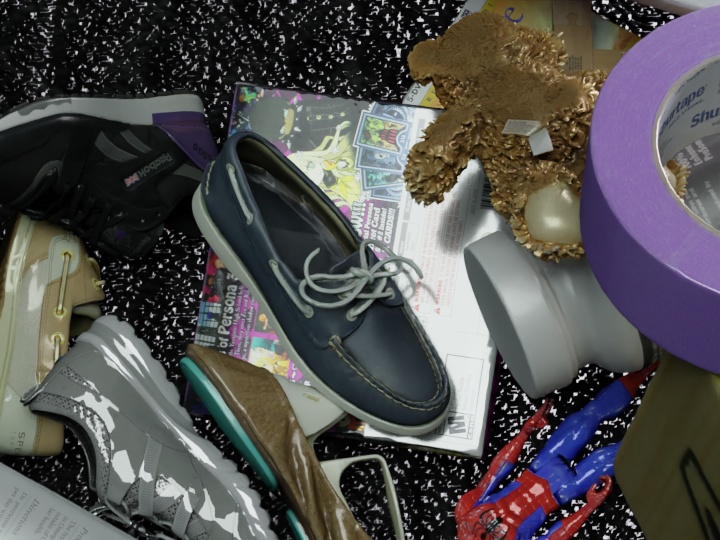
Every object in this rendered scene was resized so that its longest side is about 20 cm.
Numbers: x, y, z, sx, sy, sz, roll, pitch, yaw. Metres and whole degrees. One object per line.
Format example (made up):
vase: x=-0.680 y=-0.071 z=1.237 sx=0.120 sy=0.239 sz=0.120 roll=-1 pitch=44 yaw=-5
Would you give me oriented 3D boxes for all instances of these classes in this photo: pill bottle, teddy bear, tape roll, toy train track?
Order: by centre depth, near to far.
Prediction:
tape roll: x=0.212 y=-0.041 z=1.480 sx=0.199 sy=0.066 sz=0.201 roll=1 pitch=52 yaw=-1
teddy bear: x=0.099 y=-0.067 z=1.607 sx=0.145 sy=0.067 sz=0.200 roll=-40 pitch=43 yaw=-19
pill bottle: x=0.166 y=-0.013 z=1.643 sx=0.199 sy=0.117 sz=0.117 roll=-25 pitch=69 yaw=-7
toy train track: x=0.166 y=-0.110 z=1.724 sx=0.198 sy=0.033 sz=0.115 roll=2 pitch=54 yaw=-1

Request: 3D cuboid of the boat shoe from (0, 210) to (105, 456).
boat shoe: x=-0.186 y=0.021 z=1.732 sx=0.066 sy=0.074 sz=0.201 roll=16 pitch=65 yaw=-10

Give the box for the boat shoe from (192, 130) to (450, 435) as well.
boat shoe: x=-0.016 y=0.005 z=1.656 sx=0.075 sy=0.062 sz=0.200 roll=-26 pitch=70 yaw=-34

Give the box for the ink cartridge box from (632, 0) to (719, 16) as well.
ink cartridge box: x=0.149 y=-0.205 z=1.716 sx=0.199 sy=0.144 sz=0.085 roll=20 pitch=96 yaw=17

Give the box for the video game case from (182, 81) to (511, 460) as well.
video game case: x=0.000 y=0.000 z=1.713 sx=0.180 sy=0.036 sz=0.202 roll=7 pitch=82 yaw=9

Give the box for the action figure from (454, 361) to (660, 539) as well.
action figure: x=0.117 y=0.112 z=1.673 sx=0.200 sy=0.052 sz=0.065 roll=-41 pitch=76 yaw=-7

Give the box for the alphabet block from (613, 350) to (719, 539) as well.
alphabet block: x=0.270 y=0.113 z=1.552 sx=0.194 sy=0.200 sz=0.197 roll=-22 pitch=68 yaw=-18

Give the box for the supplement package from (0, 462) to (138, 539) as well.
supplement package: x=-0.152 y=0.207 z=1.628 sx=0.199 sy=0.117 sz=0.117 roll=28 pitch=74 yaw=16

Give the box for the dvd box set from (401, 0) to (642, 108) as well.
dvd box set: x=0.128 y=-0.080 z=1.750 sx=0.199 sy=0.029 sz=0.147 roll=30 pitch=76 yaw=15

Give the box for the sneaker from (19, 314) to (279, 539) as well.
sneaker: x=-0.115 y=0.127 z=1.663 sx=0.082 sy=0.075 sz=0.200 roll=-35 pitch=82 yaw=-16

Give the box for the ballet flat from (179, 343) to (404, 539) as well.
ballet flat: x=-0.024 y=0.115 z=1.657 sx=0.072 sy=0.068 sz=0.201 roll=-31 pitch=86 yaw=-9

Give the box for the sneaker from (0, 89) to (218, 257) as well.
sneaker: x=-0.152 y=-0.050 z=1.699 sx=0.199 sy=0.076 sz=0.088 roll=-10 pitch=71 yaw=-44
